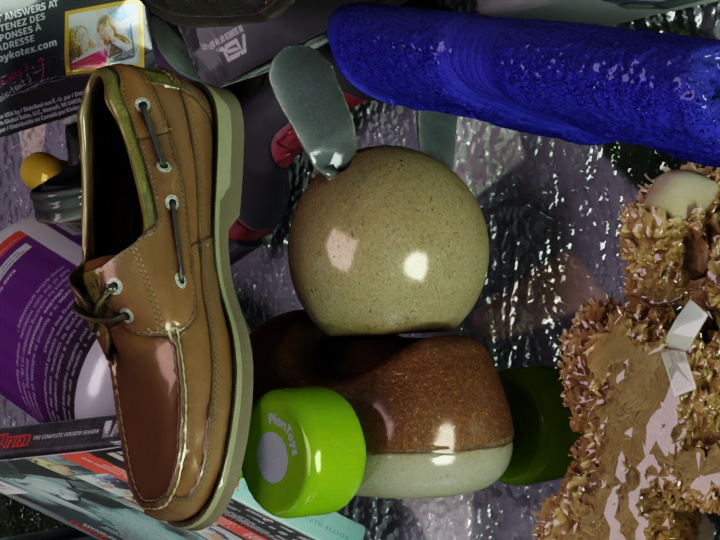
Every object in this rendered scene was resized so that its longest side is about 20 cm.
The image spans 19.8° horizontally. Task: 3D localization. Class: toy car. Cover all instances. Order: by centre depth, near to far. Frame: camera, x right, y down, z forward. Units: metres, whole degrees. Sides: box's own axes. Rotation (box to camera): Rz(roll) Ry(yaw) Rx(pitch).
[{"bbox_3d":[0.000,0.000,0.932,0.158,0.164,0.200,1,93,50],"label":"toy car"}]

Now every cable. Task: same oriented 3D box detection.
[{"bbox_3d":[-0.135,-0.046,1.119,0.200,0.097,0.050,-121,28,-71],"label":"cable"}]

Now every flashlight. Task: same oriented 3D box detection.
[{"bbox_3d":[-0.026,-0.073,1.050,0.200,0.068,0.068,-34,68,39],"label":"flashlight"}]

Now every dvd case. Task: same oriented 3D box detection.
[{"bbox_3d":[-0.112,0.115,1.059,0.200,0.146,0.022,-13,53,52],"label":"dvd case"}]

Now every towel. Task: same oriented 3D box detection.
[{"bbox_3d":[0.100,-0.069,0.824,0.200,0.148,0.050,13,97,47],"label":"towel"}]

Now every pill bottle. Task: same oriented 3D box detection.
[{"bbox_3d":[-0.132,0.047,1.135,0.200,0.112,0.113,28,112,47],"label":"pill bottle"}]

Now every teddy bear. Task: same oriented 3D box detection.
[{"bbox_3d":[0.137,0.052,0.862,0.145,0.067,0.200,1,85,41],"label":"teddy bear"}]

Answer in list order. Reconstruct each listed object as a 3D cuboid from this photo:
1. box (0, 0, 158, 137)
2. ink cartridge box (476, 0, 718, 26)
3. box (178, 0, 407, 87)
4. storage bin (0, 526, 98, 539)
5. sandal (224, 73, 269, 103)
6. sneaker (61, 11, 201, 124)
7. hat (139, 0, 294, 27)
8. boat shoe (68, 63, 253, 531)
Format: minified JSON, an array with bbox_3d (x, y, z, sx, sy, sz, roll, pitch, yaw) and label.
[{"bbox_3d":[-0.203,-0.142,1.020,0.200,0.132,0.115,27,131,58],"label":"box"},{"bbox_3d":[0.135,-0.186,0.831,0.200,0.087,0.146,-8,84,50],"label":"ink cartridge box"},{"bbox_3d":[-0.029,-0.182,0.900,0.200,0.050,0.158,-18,94,52],"label":"box"},{"bbox_3d":[-0.147,0.255,1.150,0.134,0.145,0.200,4,94,40],"label":"storage bin"},{"bbox_3d":[-0.033,-0.162,1.063,0.080,0.057,0.201,66,150,18],"label":"sandal"},{"bbox_3d":[-0.140,-0.103,1.130,0.100,0.075,0.200,-41,30,6],"label":"sneaker"},{"bbox_3d":[-0.071,-0.200,0.836,0.201,0.081,0.201,32,145,26],"label":"hat"},{"bbox_3d":[-0.093,0.010,0.875,0.072,0.068,0.200,-23,63,43],"label":"boat shoe"}]
